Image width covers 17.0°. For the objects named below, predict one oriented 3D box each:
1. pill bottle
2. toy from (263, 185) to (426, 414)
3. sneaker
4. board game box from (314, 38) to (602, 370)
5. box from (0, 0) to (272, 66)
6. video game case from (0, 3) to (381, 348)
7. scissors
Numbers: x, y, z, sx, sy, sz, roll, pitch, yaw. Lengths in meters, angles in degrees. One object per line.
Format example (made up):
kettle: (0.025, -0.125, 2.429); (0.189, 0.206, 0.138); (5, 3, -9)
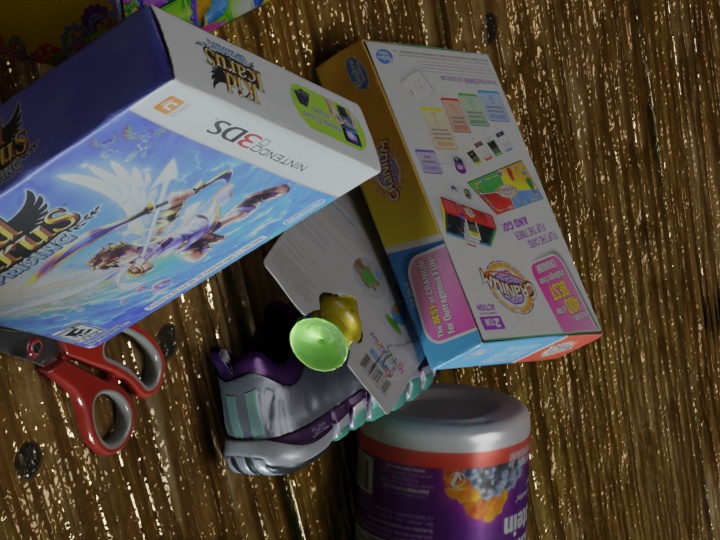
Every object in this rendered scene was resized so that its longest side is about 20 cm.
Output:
pill bottle: (0.052, 0.182, 1.557); (0.111, 0.111, 0.201); (-18, 113, -54)
toy: (0.000, 0.000, 1.450); (0.115, 0.047, 0.200); (50, 30, -11)
sneaker: (-0.016, 0.048, 1.459); (0.200, 0.074, 0.088); (-34, 115, -51)
board game box: (0.062, -0.041, 1.484); (0.153, 0.040, 0.201); (0, 66, -56)
box: (-0.113, -0.225, 1.185); (0.192, 0.121, 0.201); (-33, 125, -48)
video game case: (-0.118, -0.037, 1.173); (0.181, 0.199, 0.046); (21, 43, -56)
scissors: (-0.166, 0.036, 1.279); (0.200, 0.014, 0.073); (43, 66, -51)
